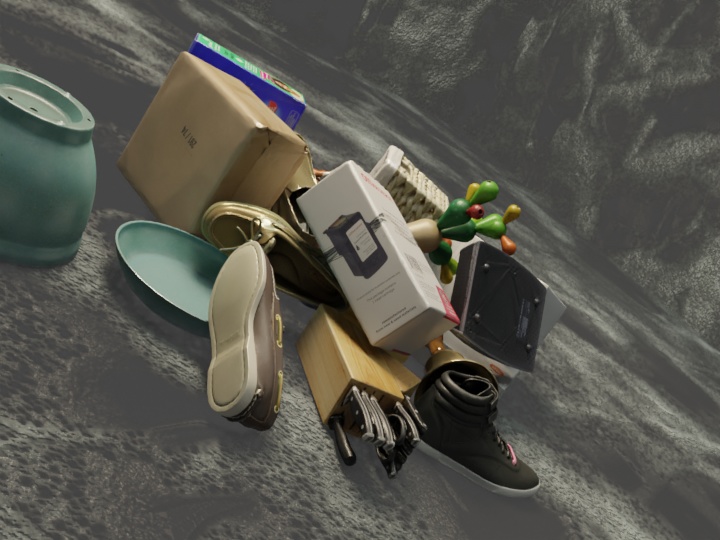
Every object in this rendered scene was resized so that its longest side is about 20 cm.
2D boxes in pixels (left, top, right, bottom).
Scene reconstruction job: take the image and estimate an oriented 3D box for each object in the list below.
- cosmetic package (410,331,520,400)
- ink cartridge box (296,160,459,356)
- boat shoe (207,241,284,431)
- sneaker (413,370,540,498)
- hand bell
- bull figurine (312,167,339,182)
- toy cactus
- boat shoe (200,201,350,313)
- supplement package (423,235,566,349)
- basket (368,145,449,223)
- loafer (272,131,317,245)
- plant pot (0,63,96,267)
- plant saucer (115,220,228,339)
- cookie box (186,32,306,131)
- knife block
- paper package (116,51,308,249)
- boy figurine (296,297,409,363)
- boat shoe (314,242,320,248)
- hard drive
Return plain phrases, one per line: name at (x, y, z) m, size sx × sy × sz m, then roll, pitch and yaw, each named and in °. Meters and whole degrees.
cosmetic package at (0.131, 0.110, 1.304) m, size 0.199 × 0.052 × 0.150 m, roll 38°, pitch 20°, yaw 12°
ink cartridge box at (0.023, -0.011, 1.071) m, size 0.202 × 0.084 × 0.145 m, roll 62°, pitch 12°, yaw 18°
boat shoe at (-0.107, 0.061, 0.888) m, size 0.059 × 0.071 × 0.202 m, roll 40°, pitch 33°, yaw -39°
sneaker at (0.147, 0.186, 1.037) m, size 0.198 × 0.100 × 0.071 m, roll 29°, pitch 15°, yaw -18°
hand bell at (0.101, 0.106, 1.149) m, size 0.103 × 0.105 × 0.201 m, roll 27°, pitch 20°, yaw -19°
bull figurine at (-0.087, -0.137, 1.517) m, size 0.119 × 0.066 × 0.201 m, roll -8°, pitch 40°, yaw -14°
toy cactus at (0.123, -0.042, 1.233) m, size 0.162 × 0.200 × 0.104 m, roll -8°, pitch 69°, yaw -19°
boat shoe at (-0.094, -0.016, 1.058) m, size 0.198 × 0.074 × 0.063 m, roll 27°, pitch 16°, yaw -14°
supplement package at (0.194, 0.032, 1.375) m, size 0.199 × 0.110 × 0.114 m, roll 38°, pitch 1°, yaw 32°
basket at (0.031, -0.064, 1.351) m, size 0.123 × 0.201 × 0.136 m, roll 37°, pitch 17°, yaw -7°
loafer at (-0.084, -0.108, 1.252) m, size 0.075 × 0.067 × 0.203 m, roll 15°, pitch 60°, yaw -43°
plant pot at (-0.345, -0.117, 0.897) m, size 0.199 × 0.135 × 0.201 m, roll 31°, pitch 16°, yaw -10°
plant saucer at (-0.185, 0.018, 0.993) m, size 0.198 × 0.036 × 0.200 m, roll 32°, pitch 17°, yaw -11°
cookie box at (-0.212, -0.248, 1.438) m, size 0.198 × 0.172 × 0.075 m, roll 28°, pitch 15°, yaw -18°
knife block at (-0.014, 0.127, 0.960) m, size 0.199 × 0.064 × 0.175 m, roll 39°, pitch 17°, yaw 16°
paper package at (-0.192, -0.142, 1.148) m, size 0.103 × 0.192 × 0.200 m, roll 18°, pitch 23°, yaw -52°
boy figurine at (-0.020, 0.052, 1.160) m, size 0.199 × 0.065 × 0.124 m, roll 34°, pitch 14°, yaw 10°
boat shoe at (-0.002, 0.006, 1.260) m, size 0.200 × 0.076 × 0.075 m, roll 16°, pitch -9°, yaw 24°
hard drive at (0.181, 0.051, 1.196) m, size 0.042 × 0.137 × 0.199 m, roll 2°, pitch -17°, yaw 38°
